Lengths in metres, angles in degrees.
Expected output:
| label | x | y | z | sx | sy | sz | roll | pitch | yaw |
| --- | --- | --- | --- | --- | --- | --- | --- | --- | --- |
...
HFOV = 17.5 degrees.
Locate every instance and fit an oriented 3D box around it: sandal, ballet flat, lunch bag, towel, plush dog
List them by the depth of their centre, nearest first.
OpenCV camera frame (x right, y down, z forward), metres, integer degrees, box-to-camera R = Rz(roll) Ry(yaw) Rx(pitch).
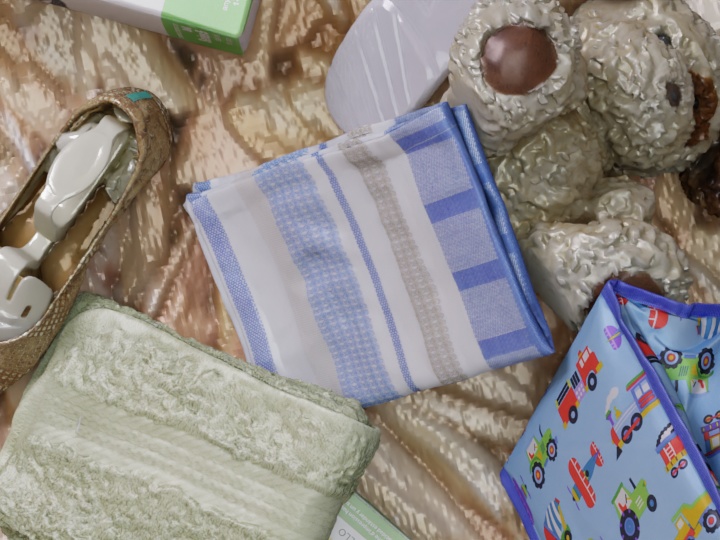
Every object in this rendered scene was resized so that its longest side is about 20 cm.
| label | x | y | z | sx | sy | sz | roll | pitch | yaw |
| --- | --- | --- | --- | --- | --- | --- | --- | --- | --- |
| lunch bag | 0.153 | 0.131 | 1.172 | 0.094 | 0.200 | 0.151 | 9 | 131 | -18 |
| towel | 0.000 | 0.000 | 1.246 | 0.200 | 0.024 | 0.147 | -17 | 97 | 40 |
| towel | -0.101 | 0.108 | 1.271 | 0.200 | 0.036 | 0.149 | 22 | 85 | 16 |
| plush dog | 0.128 | -0.081 | 1.272 | 0.172 | 0.160 | 0.200 | -32 | 105 | -19 |
| ballet flat | -0.177 | -0.019 | 1.283 | 0.070 | 0.065 | 0.200 | 31 | 88 | 11 |
| sandal | 0.056 | -0.160 | 1.299 | 0.079 | 0.059 | 0.207 | 46 | 110 | 16 |

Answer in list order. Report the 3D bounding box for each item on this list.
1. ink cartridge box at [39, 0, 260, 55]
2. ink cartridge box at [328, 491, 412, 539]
| label | x | y | z | sx | sy | sz | roll | pitch | yaw |
| --- | --- | --- | --- | --- | --- | --- | --- | --- | --- |
| ink cartridge box | -0.141 | -0.216 | 1.277 | 0.199 | 0.084 | 0.146 | 15 | 89 | -1 |
| ink cartridge box | -0.034 | 0.227 | 1.295 | 0.145 | 0.048 | 0.200 | 41 | 86 | -1 |
